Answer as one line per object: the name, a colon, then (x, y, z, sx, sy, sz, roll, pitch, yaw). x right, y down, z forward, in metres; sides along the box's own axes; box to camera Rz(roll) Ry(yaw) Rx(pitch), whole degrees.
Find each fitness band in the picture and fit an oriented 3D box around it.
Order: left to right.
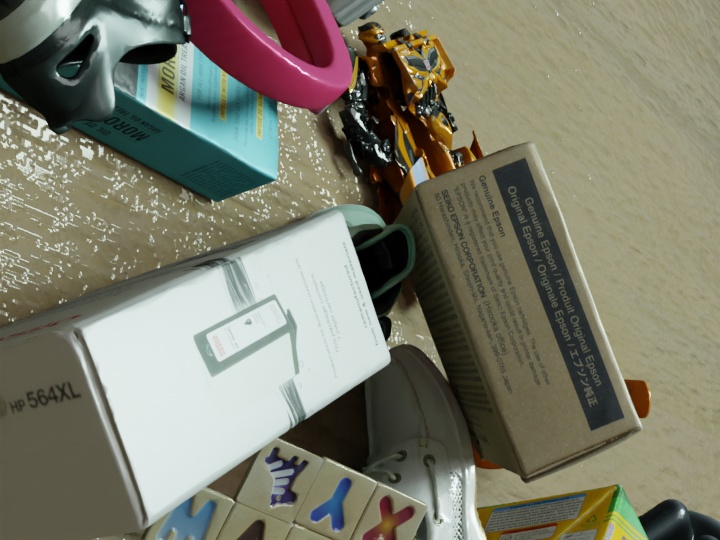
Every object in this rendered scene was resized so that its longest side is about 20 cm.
fitness band: (-0.070, -0.165, 0.785, 0.143, 0.037, 0.201, 34, 24, -40)

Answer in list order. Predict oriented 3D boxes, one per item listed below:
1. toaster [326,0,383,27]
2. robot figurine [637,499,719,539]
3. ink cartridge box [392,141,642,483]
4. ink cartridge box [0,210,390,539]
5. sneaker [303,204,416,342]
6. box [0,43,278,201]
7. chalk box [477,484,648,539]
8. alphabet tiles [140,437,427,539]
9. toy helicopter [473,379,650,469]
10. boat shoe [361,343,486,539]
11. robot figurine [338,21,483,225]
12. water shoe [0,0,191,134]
toaster: (-0.011, -0.269, 0.887, 0.201, 0.128, 0.114, 58, 14, -22)
robot figurine: (0.240, 0.265, 1.037, 0.151, 0.123, 0.201, -76, 154, -43)
ink cartridge box: (0.083, 0.027, 0.800, 0.200, 0.074, 0.166, 126, -57, -85)
ink cartridge box: (-0.100, 0.049, 0.613, 0.200, 0.145, 0.085, -28, 101, -56)
sneaker: (0.000, 0.000, 0.814, 0.200, 0.117, 0.074, -39, 107, -57)
box: (-0.124, -0.114, 0.739, 0.199, 0.049, 0.083, 28, 54, -49)
chalk box: (0.148, 0.266, 0.917, 0.201, 0.123, 0.124, 62, 34, -19)
alphabet tiles: (-0.049, 0.183, 0.637, 0.166, 0.006, 0.202, 28, 87, -30)
toy helicopter: (0.143, 0.074, 1.008, 0.200, 0.131, 0.080, -68, 163, -67)
boat shoe: (0.030, 0.139, 0.842, 0.069, 0.071, 0.202, 2, 62, -34)
robot figurine: (0.047, -0.084, 0.977, 0.145, 0.058, 0.202, -32, 104, -58)
water shoe: (-0.114, -0.140, 0.663, 0.079, 0.071, 0.201, 60, 41, -27)
